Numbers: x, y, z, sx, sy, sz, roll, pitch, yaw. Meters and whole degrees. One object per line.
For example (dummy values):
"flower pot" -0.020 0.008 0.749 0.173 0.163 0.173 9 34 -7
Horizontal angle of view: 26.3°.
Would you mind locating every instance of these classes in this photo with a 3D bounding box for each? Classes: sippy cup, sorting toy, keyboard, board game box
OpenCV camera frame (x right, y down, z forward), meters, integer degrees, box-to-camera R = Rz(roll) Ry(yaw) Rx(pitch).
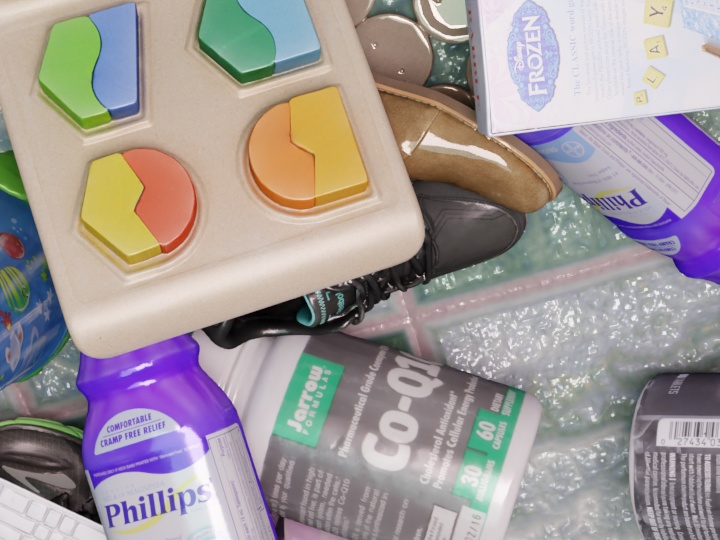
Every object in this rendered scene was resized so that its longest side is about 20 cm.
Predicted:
"sippy cup" -0.238 0.023 0.875 0.139 0.130 0.178 -2 108 5
"sorting toy" -0.082 -0.076 0.773 0.185 0.036 0.201 -18 82 -7
"keyboard" -0.176 0.154 0.846 0.200 0.011 0.056 26 99 -6
"board game box" 0.146 -0.175 0.743 0.199 0.041 0.201 -6 98 -4

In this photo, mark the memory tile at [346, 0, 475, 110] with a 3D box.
"memory tile" 0.035 -0.136 0.860 0.200 0.017 0.153 -38 102 14

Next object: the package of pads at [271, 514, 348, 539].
"package of pads" 0.018 0.226 0.941 0.200 0.076 0.121 22 107 -10

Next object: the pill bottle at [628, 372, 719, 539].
"pill bottle" 0.257 0.108 0.842 0.200 0.106 0.107 -2 110 29

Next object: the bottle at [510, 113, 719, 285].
"bottle" 0.162 -0.051 0.841 0.200 0.083 0.065 36 79 -20

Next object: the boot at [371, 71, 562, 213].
"boot" 0.008 -0.065 0.827 0.200 0.074 0.076 24 74 4

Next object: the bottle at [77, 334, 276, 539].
"bottle" -0.101 0.097 0.807 0.083 0.065 0.201 -17 90 14

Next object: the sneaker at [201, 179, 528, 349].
"sneaker" 0.000 0.000 0.860 0.199 0.079 0.076 -13 129 -2

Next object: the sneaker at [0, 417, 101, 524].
"sneaker" -0.166 0.172 0.941 0.077 0.084 0.200 -34 102 21

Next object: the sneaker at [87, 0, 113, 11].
"sneaker" -0.110 -0.111 0.857 0.090 0.078 0.201 0 110 -10

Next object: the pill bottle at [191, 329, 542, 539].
"pill bottle" -0.005 0.095 0.884 0.199 0.113 0.113 17 109 6
